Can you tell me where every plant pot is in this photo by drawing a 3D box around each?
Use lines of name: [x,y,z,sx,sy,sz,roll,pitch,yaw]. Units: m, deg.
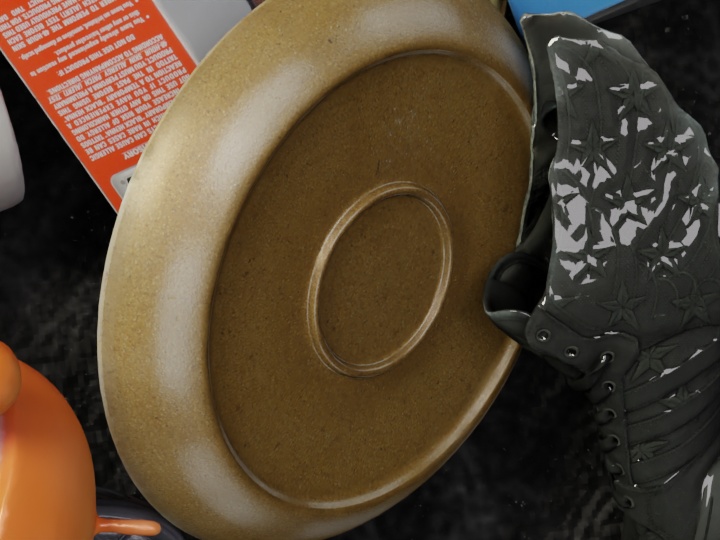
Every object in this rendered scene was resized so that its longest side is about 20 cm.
plant pot: [0.000,0.000,0.954,0.199,0.027,0.201,-22,122,-39]

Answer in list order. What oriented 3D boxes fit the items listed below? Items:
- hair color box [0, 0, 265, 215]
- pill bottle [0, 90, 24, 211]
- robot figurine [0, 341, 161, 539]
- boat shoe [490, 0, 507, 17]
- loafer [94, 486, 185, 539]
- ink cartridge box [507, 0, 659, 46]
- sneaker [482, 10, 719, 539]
hair color box: [-0.085,-0.120,0.959,0.064,0.111,0.200,-22,115,27]
pill bottle: [-0.216,-0.031,0.954,0.199,0.114,0.114,-22,91,-13]
robot figurine: [-0.166,0.066,0.887,0.199,0.117,0.145,19,99,-23]
boat shoe: [-0.016,-0.022,1.017,0.067,0.072,0.201,31,77,-2]
loafer: [-0.156,0.098,0.993,0.199,0.063,0.072,2,103,-8]
ink cartridge box: [0.088,-0.195,1.015,0.144,0.084,0.201,-23,92,-47]
sneaker: [0.083,0.020,0.978,0.104,0.060,0.201,8,110,-13]
